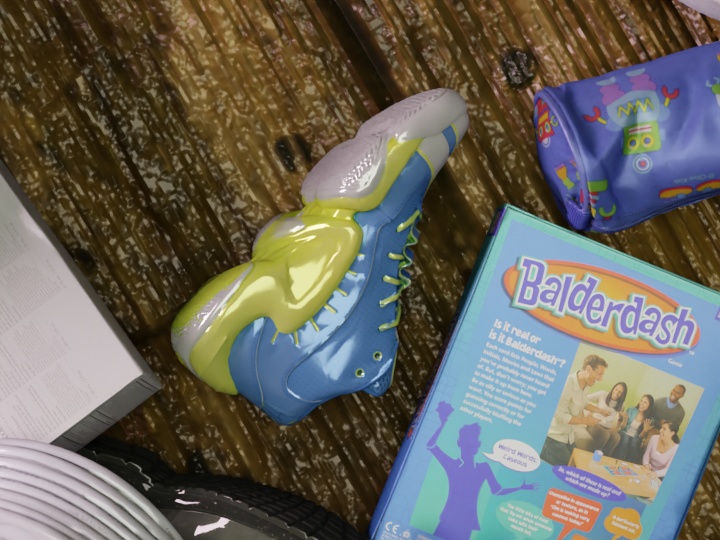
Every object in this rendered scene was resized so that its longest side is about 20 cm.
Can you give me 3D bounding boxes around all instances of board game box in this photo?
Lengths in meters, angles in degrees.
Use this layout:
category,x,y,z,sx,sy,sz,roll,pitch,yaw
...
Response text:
category,x,y,z,sx,sy,sz,roll,pitch,yaw
board game box,0.107,0.085,0.902,0.152,0.045,0.200,23,90,-2

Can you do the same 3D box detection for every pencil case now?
category,x,y,z,sx,sy,sz,roll,pitch,yaw
pencil case,0.192,-0.075,0.888,0.200,0.078,0.087,-13,68,-1

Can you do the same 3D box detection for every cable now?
category,x,y,z,sx,sy,sz,roll,pitch,yaw
cable,-0.164,0.180,0.819,0.200,0.069,0.200,-13,110,24

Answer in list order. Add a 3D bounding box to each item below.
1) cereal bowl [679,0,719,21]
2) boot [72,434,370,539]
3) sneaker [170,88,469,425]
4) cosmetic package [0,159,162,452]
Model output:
category,x,y,z,sx,sy,sz,roll,pitch,yaw
cereal bowl,0.216,-0.215,0.881,0.200,0.083,0.201,0,81,-1
boot,-0.095,0.169,0.882,0.200,0.068,0.131,16,93,13
sneaker,0.000,0.000,0.892,0.200,0.076,0.105,-43,104,5
cosmetic package,-0.192,0.002,0.864,0.082,0.051,0.200,-36,76,-4
